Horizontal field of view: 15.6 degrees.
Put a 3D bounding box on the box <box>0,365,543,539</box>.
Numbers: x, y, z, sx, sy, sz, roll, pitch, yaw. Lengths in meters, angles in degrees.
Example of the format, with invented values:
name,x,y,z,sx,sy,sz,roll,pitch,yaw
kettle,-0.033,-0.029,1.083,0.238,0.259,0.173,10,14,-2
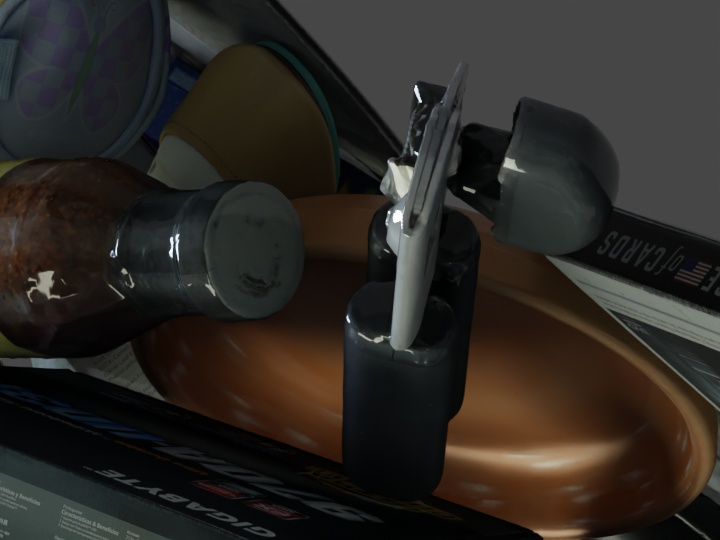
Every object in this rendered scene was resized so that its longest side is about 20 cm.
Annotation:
name,x,y,z,sx,sy,sz,roll,pitch,yaw
box,-0.066,0.076,0.816,0.199,0.046,0.159,17,-174,30

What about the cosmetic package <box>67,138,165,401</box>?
name,x,y,z,sx,sy,sz,roll,pitch,yaw
cosmetic package,-0.115,-0.021,1.085,0.200,0.085,0.108,52,178,-9

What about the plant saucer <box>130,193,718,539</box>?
name,x,y,z,sx,sy,sz,roll,pitch,yaw
plant saucer,0.023,0.031,0.873,0.199,0.038,0.200,12,152,7

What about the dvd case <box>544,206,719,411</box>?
name,x,y,z,sx,sy,sz,roll,pitch,yaw
dvd case,0.155,0.057,0.724,0.200,0.025,0.150,40,173,-24

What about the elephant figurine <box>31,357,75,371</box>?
name,x,y,z,sx,sy,sz,roll,pitch,yaw
elephant figurine,-0.126,0.019,1.313,0.200,0.155,0.142,-10,100,64

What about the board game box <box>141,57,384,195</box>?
name,x,y,z,sx,sy,sz,roll,pitch,yaw
board game box,0.000,0.000,1.062,0.135,0.035,0.200,33,171,29

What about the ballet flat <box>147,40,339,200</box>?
name,x,y,z,sx,sy,sz,roll,pitch,yaw
ballet flat,-0.052,-0.014,0.924,0.069,0.063,0.200,47,160,10

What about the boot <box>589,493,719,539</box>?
name,x,y,z,sx,sy,sz,roll,pitch,yaw
boot,0.123,0.180,1.130,0.198,0.163,0.073,37,175,2

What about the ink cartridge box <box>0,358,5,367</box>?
name,x,y,z,sx,sy,sz,roll,pitch,yaw
ink cartridge box,-0.195,0.014,1.004,0.201,0.075,0.165,61,176,-3

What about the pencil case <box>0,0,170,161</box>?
name,x,y,z,sx,sy,sz,roll,pitch,yaw
pencil case,-0.152,-0.100,0.923,0.200,0.090,0.083,33,130,43

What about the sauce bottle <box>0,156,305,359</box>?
name,x,y,z,sx,sy,sz,roll,pitch,yaw
sauce bottle,-0.100,-0.003,0.820,0.199,0.066,0.066,1,149,46

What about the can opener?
name,x,y,z,sx,sy,sz,roll,pitch,yaw
can opener,0.031,0.012,0.735,0.067,0.054,0.200,14,154,6
